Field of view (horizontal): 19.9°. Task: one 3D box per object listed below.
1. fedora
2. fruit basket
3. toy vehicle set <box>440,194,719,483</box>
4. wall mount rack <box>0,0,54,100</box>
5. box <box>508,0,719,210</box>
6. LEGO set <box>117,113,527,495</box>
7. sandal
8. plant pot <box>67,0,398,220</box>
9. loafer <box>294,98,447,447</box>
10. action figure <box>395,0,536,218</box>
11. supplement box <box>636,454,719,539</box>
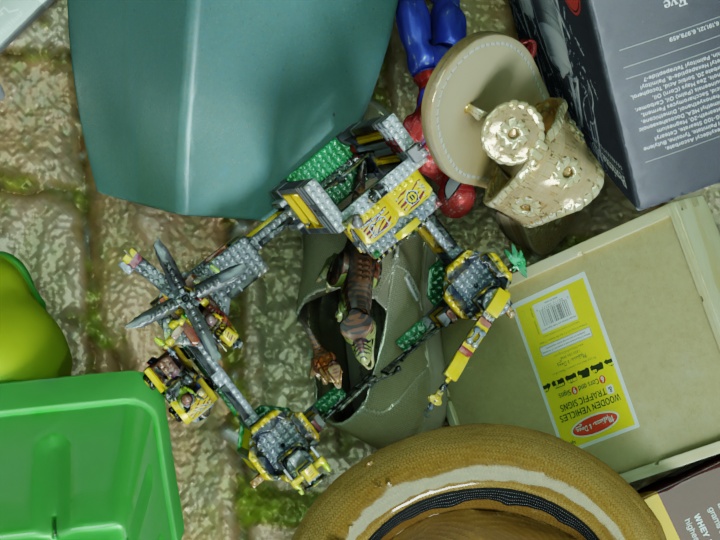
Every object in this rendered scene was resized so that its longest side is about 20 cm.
[{"bbox_3d":[0.058,0.174,1.021,0.199,0.082,0.202,-1,74,4],"label":"fedora"},{"bbox_3d":[-0.200,0.097,1.099,0.214,0.156,0.216,-2,39,2],"label":"fruit basket"},{"bbox_3d":[0.120,0.052,1.078,0.026,0.199,0.125,-12,81,-44],"label":"toy vehicle set"},{"bbox_3d":[-0.223,-0.199,1.152,0.174,0.075,0.200,43,83,5],"label":"wall mount rack"},{"bbox_3d":[0.140,-0.161,1.060,0.103,0.200,0.183,-20,116,-3],"label":"box"},{"bbox_3d":[-0.011,0.015,1.018,0.199,0.116,0.154,-31,97,-10],"label":"LEGO set"},{"bbox_3d":[0.099,-0.055,1.065,0.069,0.212,0.078,28,81,26],"label":"sandal"},{"bbox_3d":[-0.070,-0.131,1.094,0.141,0.141,0.202,2,97,-38],"label":"plant pot"},{"bbox_3d":[0.000,0.000,1.120,0.075,0.068,0.201,-17,82,36],"label":"loafer"},{"bbox_3d":[0.053,-0.130,1.113,0.065,0.099,0.201,7,67,-31],"label":"action figure"},{"bbox_3d":[0.259,0.173,1.081,0.199,0.133,0.198,-25,83,-4],"label":"supplement box"}]
